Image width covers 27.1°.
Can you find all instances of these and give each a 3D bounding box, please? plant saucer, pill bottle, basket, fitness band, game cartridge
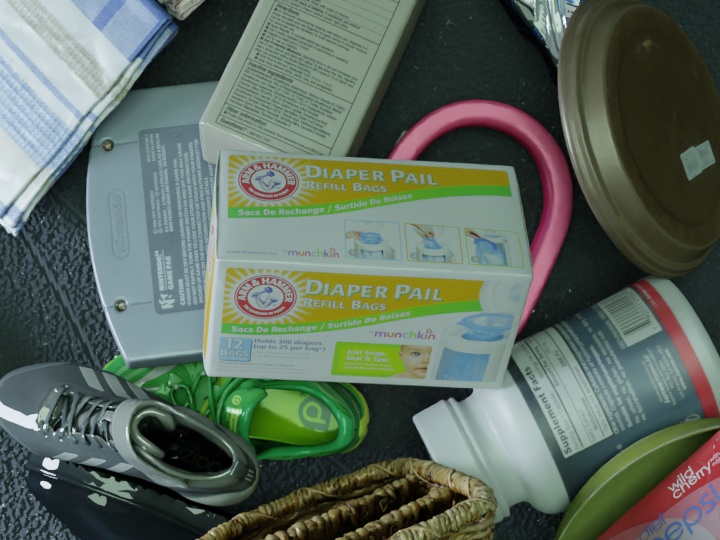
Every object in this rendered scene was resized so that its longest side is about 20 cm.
[{"bbox_3d":[0.212,0.168,1.016,0.199,0.201,0.031,-27,43,-2],"label":"plant saucer"},{"bbox_3d":[0.143,0.097,1.029,0.199,0.120,0.120,-26,87,-1],"label":"pill bottle"},{"bbox_3d":[-0.027,0.183,0.944,0.199,0.150,0.143,-20,43,-20],"label":"basket"},{"bbox_3d":[0.071,-0.025,1.076,0.143,0.037,0.201,25,88,1],"label":"fitness band"},{"bbox_3d":[-0.126,-0.033,1.057,0.132,0.041,0.202,-5,74,-7],"label":"game cartridge"},{"bbox_3d":[0.201,-0.095,1.015,0.029,0.199,0.202,-16,86,39],"label":"plant saucer"}]

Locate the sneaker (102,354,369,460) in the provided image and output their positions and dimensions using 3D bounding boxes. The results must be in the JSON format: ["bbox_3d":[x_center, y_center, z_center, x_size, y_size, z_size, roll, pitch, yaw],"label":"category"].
[{"bbox_3d":[-0.092,0.090,1.044,0.198,0.084,0.075,5,91,1],"label":"sneaker"}]

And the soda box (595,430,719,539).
[{"bbox_3d":[0.201,0.188,0.957,0.063,0.070,0.200,32,110,-35],"label":"soda box"}]

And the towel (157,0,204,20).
[{"bbox_3d":[-0.116,-0.305,1.059,0.191,0.032,0.200,-41,67,1],"label":"towel"}]

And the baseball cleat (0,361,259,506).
[{"bbox_3d":[-0.160,0.096,0.975,0.198,0.107,0.070,14,73,12],"label":"baseball cleat"}]

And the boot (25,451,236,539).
[{"bbox_3d":[-0.165,0.232,1.040,0.199,0.076,0.169,22,83,-5],"label":"boot"}]

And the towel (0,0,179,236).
[{"bbox_3d":[-0.233,-0.144,1.056,0.147,0.024,0.200,44,104,12],"label":"towel"}]

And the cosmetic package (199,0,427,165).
[{"bbox_3d":[-0.026,-0.154,1.043,0.104,0.071,0.201,25,73,4],"label":"cosmetic package"}]

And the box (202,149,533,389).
[{"bbox_3d":[0.000,0.000,0.967,0.198,0.113,0.102,2,45,-7],"label":"box"}]

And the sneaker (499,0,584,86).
[{"bbox_3d":[0.167,-0.163,1.064,0.077,0.076,0.201,-32,89,1],"label":"sneaker"}]
